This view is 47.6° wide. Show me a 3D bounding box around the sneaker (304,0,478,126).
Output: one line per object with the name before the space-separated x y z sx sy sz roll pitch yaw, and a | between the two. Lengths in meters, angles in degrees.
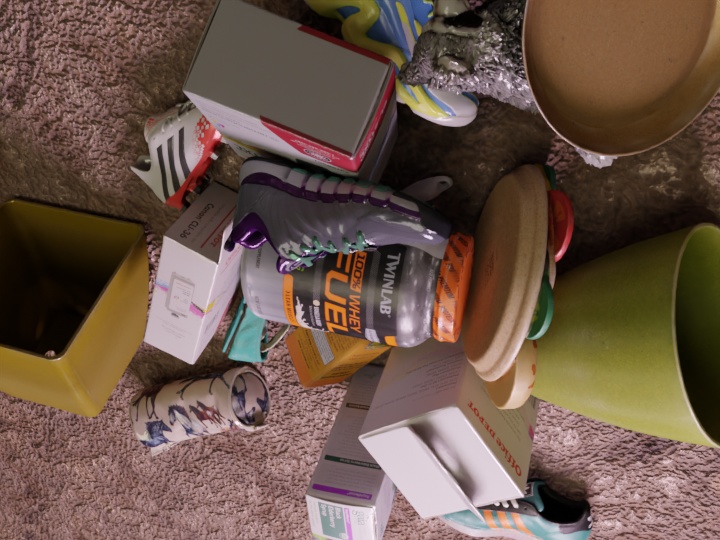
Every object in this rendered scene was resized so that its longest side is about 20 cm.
sneaker | 0.041 -0.213 0.680 0.199 0.076 0.105 39 129 -8

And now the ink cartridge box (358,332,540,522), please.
ink cartridge box | 0.096 0.146 0.841 0.124 0.201 0.129 -24 113 34

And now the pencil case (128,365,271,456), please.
pencil case | -0.210 0.184 1.071 0.198 0.078 0.091 -16 97 30

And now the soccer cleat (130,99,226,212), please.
soccer cleat | -0.173 -0.143 0.826 0.085 0.069 0.200 35 133 -7

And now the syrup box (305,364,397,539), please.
syrup box | 0.007 0.206 0.922 0.080 0.201 0.080 7 129 16

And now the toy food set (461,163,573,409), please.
toy food set | 0.136 0.003 0.726 0.048 0.201 0.200 11 125 -5

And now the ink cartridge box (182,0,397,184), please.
ink cartridge box | -0.047 -0.132 0.694 0.144 0.200 0.084 22 86 6

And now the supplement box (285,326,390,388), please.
supplement box | 0.004 0.056 0.887 0.200 0.066 0.070 -42 63 37

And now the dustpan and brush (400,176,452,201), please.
dustpan and brush | 0.004 -0.053 0.836 0.198 0.058 0.140 -12 130 36

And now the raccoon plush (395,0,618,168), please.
raccoon plush | 0.124 -0.137 0.639 0.201 0.134 0.097 50 159 -7

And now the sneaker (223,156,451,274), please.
sneaker | -0.022 -0.030 0.669 0.198 0.074 0.089 16 87 30

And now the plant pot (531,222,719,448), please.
plant pot | 0.236 0.065 0.758 0.198 0.188 0.188 -9 123 45

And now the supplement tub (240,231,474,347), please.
supplement tub | 0.000 0.000 0.753 0.197 0.123 0.124 9 128 14

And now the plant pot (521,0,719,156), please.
plant pot | 0.201 -0.187 0.605 0.197 0.028 0.203 -8 114 -17

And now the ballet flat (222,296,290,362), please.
ballet flat | -0.107 0.035 0.938 0.069 0.068 0.201 15 134 -10

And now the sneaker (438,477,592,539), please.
sneaker | 0.185 0.283 0.998 0.197 0.072 0.081 12 124 7

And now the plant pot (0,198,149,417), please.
plant pot | -0.367 0.061 0.982 0.197 0.202 0.178 11 139 14

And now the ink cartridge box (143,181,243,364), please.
ink cartridge box | -0.168 -0.011 0.887 0.067 0.117 0.202 25 129 2
